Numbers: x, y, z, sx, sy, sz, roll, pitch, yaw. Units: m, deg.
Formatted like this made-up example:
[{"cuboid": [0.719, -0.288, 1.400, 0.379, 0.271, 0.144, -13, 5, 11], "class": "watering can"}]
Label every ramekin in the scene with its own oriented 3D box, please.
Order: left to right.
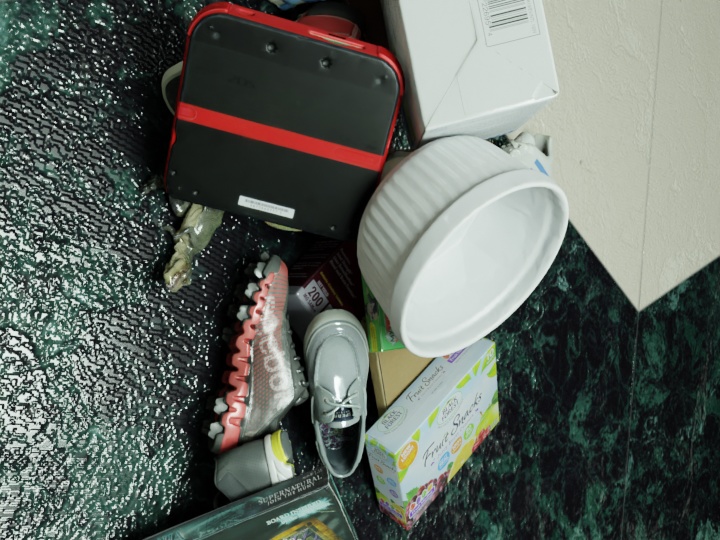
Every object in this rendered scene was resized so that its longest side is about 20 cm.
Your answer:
[{"cuboid": [0.088, -0.028, 0.719, 0.197, 0.105, 0.203, -27, 143, -22], "class": "ramekin"}]

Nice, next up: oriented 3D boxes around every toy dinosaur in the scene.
[{"cuboid": [-0.158, -0.076, 0.751, 0.088, 0.047, 0.202, 49, 57, -33], "class": "toy dinosaur"}]

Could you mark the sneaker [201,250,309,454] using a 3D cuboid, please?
[{"cuboid": [-0.094, 0.087, 0.773, 0.096, 0.071, 0.206, 14, 82, -19], "class": "sneaker"}]

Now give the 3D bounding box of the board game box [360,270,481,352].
[{"cuboid": [0.061, -0.021, 0.825, 0.132, 0.029, 0.206, -3, 84, -29], "class": "board game box"}]

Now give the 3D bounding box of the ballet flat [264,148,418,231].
[{"cuboid": [-0.005, -0.085, 0.754, 0.195, 0.071, 0.073, -9, 96, -7], "class": "ballet flat"}]

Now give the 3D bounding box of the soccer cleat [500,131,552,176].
[{"cuboid": [0.193, -0.139, 1.020, 0.198, 0.069, 0.088, -21, 125, -45], "class": "soccer cleat"}]

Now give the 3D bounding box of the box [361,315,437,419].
[{"cuboid": [0.073, 0.093, 0.909, 0.163, 0.021, 0.204, -39, 135, -33], "class": "box"}]

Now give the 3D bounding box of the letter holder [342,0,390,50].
[{"cuboid": [0.069, -0.276, 0.878, 0.140, 0.101, 0.202, -33, 92, 0], "class": "letter holder"}]

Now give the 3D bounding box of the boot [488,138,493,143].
[{"cuboid": [0.169, -0.220, 1.013, 0.197, 0.077, 0.142, -24, 109, -24], "class": "boot"}]

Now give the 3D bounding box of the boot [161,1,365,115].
[{"cuboid": [-0.092, -0.210, 0.757, 0.146, 0.194, 0.074, -87, 167, -48], "class": "boot"}]

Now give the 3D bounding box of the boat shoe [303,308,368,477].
[{"cuboid": [-0.019, 0.135, 0.794, 0.068, 0.072, 0.205, -7, 127, -8], "class": "boat shoe"}]

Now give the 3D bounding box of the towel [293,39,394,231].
[{"cuboid": [-0.034, -0.151, 0.827, 0.143, 0.030, 0.205, -13, 88, -29], "class": "towel"}]

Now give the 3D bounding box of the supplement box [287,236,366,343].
[{"cuboid": [0.000, 0.000, 0.870, 0.201, 0.060, 0.110, -49, 118, -30], "class": "supplement box"}]

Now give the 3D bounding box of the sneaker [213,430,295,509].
[{"cuboid": [-0.103, 0.239, 0.765, 0.082, 0.075, 0.204, -5, 123, -7], "class": "sneaker"}]

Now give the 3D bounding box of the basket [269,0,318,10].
[{"cuboid": [-0.078, -0.353, 0.733, 0.200, 0.174, 0.142, 42, 66, -42], "class": "basket"}]

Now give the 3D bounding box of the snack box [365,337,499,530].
[{"cuboid": [0.093, 0.188, 0.921, 0.199, 0.052, 0.145, -41, 136, -32], "class": "snack box"}]

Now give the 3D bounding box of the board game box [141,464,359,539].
[{"cuboid": [-0.101, 0.271, 0.717, 0.196, 0.028, 0.138, -21, 123, -3], "class": "board game box"}]

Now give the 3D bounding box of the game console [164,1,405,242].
[{"cuboid": [-0.069, -0.128, 0.686, 0.195, 0.031, 0.180, 13, 115, -7], "class": "game console"}]

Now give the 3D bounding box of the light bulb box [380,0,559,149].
[{"cuboid": [0.091, -0.230, 0.730, 0.121, 0.200, 0.204, -12, 92, 2], "class": "light bulb box"}]
